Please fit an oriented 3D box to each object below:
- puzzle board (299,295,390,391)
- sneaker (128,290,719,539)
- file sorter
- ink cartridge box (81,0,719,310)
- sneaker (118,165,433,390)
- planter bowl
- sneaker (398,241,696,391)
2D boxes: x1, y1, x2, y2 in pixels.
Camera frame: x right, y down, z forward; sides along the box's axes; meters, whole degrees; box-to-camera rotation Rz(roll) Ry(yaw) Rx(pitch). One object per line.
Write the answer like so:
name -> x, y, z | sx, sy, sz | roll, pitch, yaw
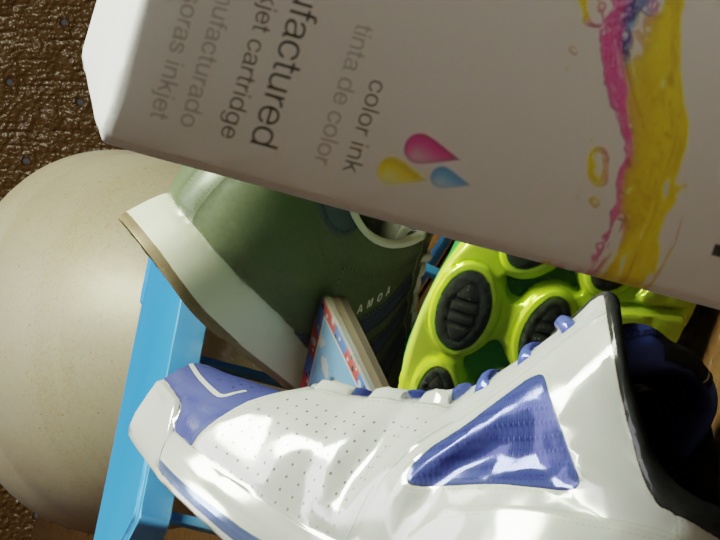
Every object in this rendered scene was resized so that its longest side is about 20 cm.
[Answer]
puzzle board -> 0.005, 0.129, 0.785 | 0.201, 0.017, 0.151 | -116, 30, -44
sneaker -> 0.037, 0.058, 0.684 | 0.199, 0.081, 0.115 | 26, 76, 45
file sorter -> -0.034, 0.057, 1.046 | 0.139, 0.122, 0.201 | 120, 163, -57
ink cartridge box -> 0.053, -0.078, 0.547 | 0.086, 0.199, 0.149 | -116, 42, -74
sneaker -> 0.000, 0.000, 0.865 | 0.090, 0.200, 0.067 | -44, 58, 3
planter bowl -> -0.087, 0.037, 1.252 | 0.134, 0.199, 0.202 | -1, 72, 51
sneaker -> 0.075, -0.035, 0.742 | 0.201, 0.074, 0.084 | -62, 8, 6
